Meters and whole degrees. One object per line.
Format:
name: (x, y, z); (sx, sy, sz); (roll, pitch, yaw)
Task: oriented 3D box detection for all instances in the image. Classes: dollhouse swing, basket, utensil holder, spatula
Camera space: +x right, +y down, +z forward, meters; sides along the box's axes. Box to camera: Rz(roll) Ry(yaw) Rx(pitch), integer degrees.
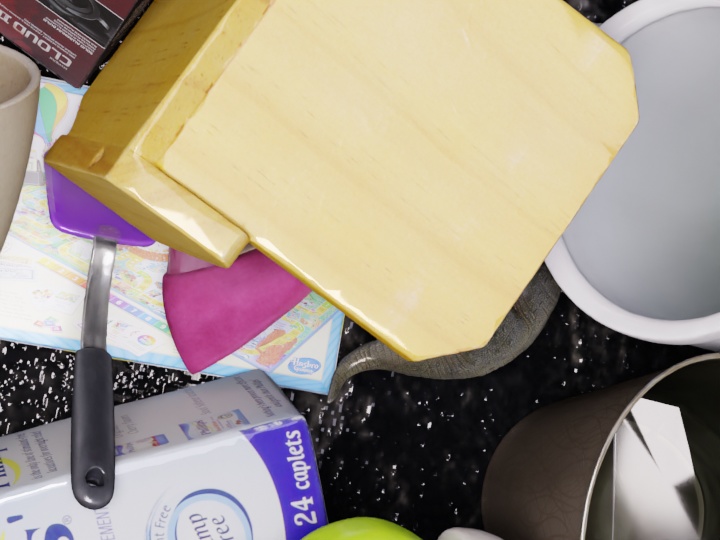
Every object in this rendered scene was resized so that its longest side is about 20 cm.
dollhouse swing: (-0.005, -0.075, 0.876); (0.176, 0.182, 0.200); (38, 82, -21)
basket: (0.142, 0.129, 0.942); (0.136, 0.200, 0.181); (-1, 90, -13)
utensil holder: (0.208, -0.036, 0.937); (0.200, 0.170, 0.171); (13, 86, -50)
spatula: (-0.123, 0.022, 0.880); (0.056, 0.021, 0.201); (10, 55, -20)

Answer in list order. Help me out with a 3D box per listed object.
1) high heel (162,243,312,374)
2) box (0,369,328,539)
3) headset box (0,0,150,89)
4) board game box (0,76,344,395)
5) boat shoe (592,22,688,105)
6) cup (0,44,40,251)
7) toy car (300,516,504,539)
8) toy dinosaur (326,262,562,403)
high heel: (0.000, 0.000, 0.918); (0.199, 0.067, 0.096); (-1, 102, 16)
box: (-0.113, 0.167, 0.914); (0.199, 0.105, 0.185); (-14, 104, -13)
headset box: (-0.102, -0.188, 0.881); (0.077, 0.200, 0.149); (37, 60, -9)
board game box: (-0.102, -0.018, 0.968); (0.199, 0.034, 0.135); (11, 88, -13)
boat shoe: (0.085, -0.109, 0.993); (0.199, 0.070, 0.071); (8, 87, -10)
cup: (-0.247, -0.022, 0.869); (0.200, 0.200, 0.144); (-3, 111, -13)
toy car: (0.010, 0.214, 0.825); (0.174, 0.150, 0.201); (-5, 103, -17)
toy dinosaur: (0.066, 0.005, 0.971); (0.102, 0.077, 0.200); (45, 68, -6)
